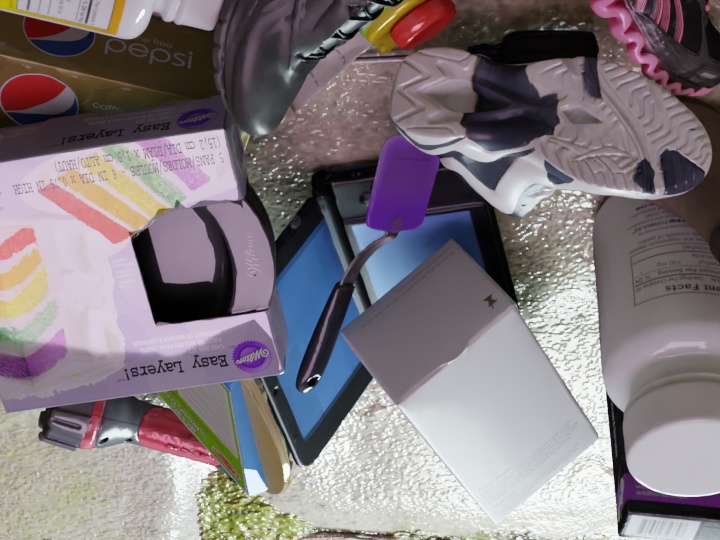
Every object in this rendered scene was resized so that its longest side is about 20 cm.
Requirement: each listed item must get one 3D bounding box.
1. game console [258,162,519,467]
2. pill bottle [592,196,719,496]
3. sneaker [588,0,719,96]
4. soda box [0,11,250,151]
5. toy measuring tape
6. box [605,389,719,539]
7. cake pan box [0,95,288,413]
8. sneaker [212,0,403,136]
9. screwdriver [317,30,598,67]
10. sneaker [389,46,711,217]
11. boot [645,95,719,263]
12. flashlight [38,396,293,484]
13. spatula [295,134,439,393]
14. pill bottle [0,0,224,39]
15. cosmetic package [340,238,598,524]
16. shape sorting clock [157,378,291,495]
[{"bbox_3d":[0.018,0.033,1.278,0.170,0.119,0.200,-7,140,11],"label":"game console"},{"bbox_3d":[0.216,0.043,1.216,0.114,0.201,0.115,1,140,1],"label":"pill bottle"},{"bbox_3d":[0.176,-0.181,1.061,0.095,0.079,0.200,-34,131,20],"label":"sneaker"},{"bbox_3d":[-0.164,-0.121,1.144,0.199,0.064,0.068,12,140,-12],"label":"soda box"},{"bbox_3d":[-0.003,-0.148,1.094,0.073,0.074,0.200,31,129,-30],"label":"toy measuring tape"},{"bbox_3d":[0.246,0.104,1.290,0.142,0.201,0.036,6,136,-6],"label":"box"},{"bbox_3d":[-0.150,-0.008,1.142,0.199,0.052,0.185,-7,123,5],"label":"cake pan box"},{"bbox_3d":[-0.019,-0.159,1.020,0.090,0.076,0.201,30,116,14],"label":"sneaker"},{"bbox_3d":[0.050,-0.132,1.150,0.199,0.029,0.028,-5,140,7],"label":"screwdriver"},{"bbox_3d":[0.124,-0.077,1.133,0.198,0.080,0.130,7,170,18],"label":"sneaker"},{"bbox_3d":[0.228,-0.042,1.152,0.199,0.147,0.071,3,126,-7],"label":"boot"},{"bbox_3d":[-0.151,0.128,1.438,0.199,0.068,0.068,18,135,-16],"label":"flashlight"},{"bbox_3d":[0.000,0.000,1.205,0.056,0.021,0.201,-1,128,-44],"label":"spatula"},{"bbox_3d":[-0.171,-0.195,1.021,0.199,0.110,0.109,12,139,-12],"label":"pill bottle"},{"bbox_3d":[0.082,0.083,1.292,0.107,0.085,0.200,-38,139,-2],"label":"cosmetic package"},{"bbox_3d":[-0.109,0.073,1.300,0.039,0.200,0.201,-31,146,-23],"label":"shape sorting clock"}]
